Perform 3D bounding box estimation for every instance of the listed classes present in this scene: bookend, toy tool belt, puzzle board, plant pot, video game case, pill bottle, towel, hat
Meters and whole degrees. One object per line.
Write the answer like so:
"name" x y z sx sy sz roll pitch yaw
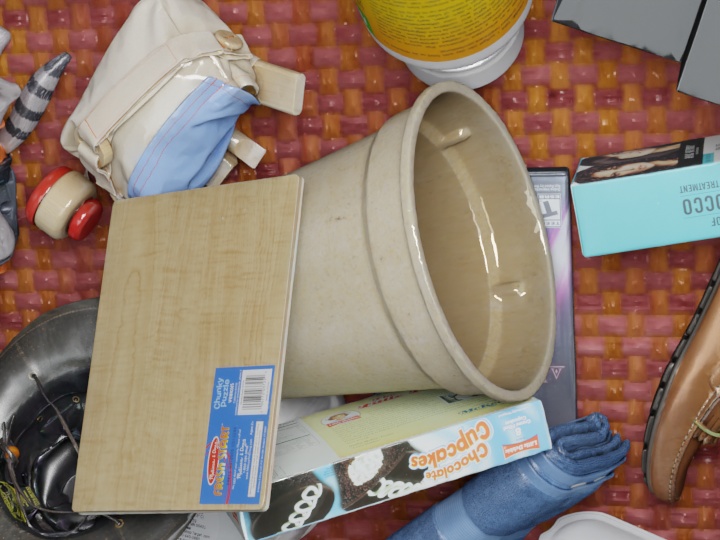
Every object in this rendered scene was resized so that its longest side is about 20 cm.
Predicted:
"bookend" 0.200 -0.163 1.058 0.199 0.199 0.093 19 110 7
"toy tool belt" -0.128 -0.077 1.196 0.123 0.125 0.200 37 112 7
"puzzle board" -0.102 0.047 1.095 0.150 0.017 0.201 -6 71 35
"plant pot" 0.000 0.000 1.152 0.183 0.200 0.201 -14 105 27
"video game case" 0.075 0.029 1.242 0.142 0.019 0.201 0 106 12
"pill bottle" 0.044 -0.188 1.078 0.110 0.200 0.112 -5 67 11
"towel" 0.084 0.168 1.224 0.200 0.111 0.049 -39 73 29
"hat" -0.169 0.123 1.167 0.200 0.081 0.202 -6 69 15

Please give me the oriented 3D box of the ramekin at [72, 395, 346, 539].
"ramekin" -0.113 0.128 1.266 0.199 0.105 0.201 3 108 10

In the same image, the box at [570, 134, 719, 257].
"box" 0.237 -0.056 1.147 0.199 0.082 0.049 -9 104 14

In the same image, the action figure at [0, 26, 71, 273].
"action figure" -0.252 -0.052 1.226 0.104 0.200 0.194 -2 121 -29

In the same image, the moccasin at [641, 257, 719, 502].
"moccasin" 0.244 0.064 1.194 0.077 0.074 0.202 26 101 11

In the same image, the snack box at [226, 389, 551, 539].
"snack box" 0.008 0.113 1.150 0.199 0.116 0.037 -16 102 -12

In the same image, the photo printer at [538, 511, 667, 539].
"photo printer" 0.204 0.250 1.202 0.200 0.069 0.167 19 139 51
